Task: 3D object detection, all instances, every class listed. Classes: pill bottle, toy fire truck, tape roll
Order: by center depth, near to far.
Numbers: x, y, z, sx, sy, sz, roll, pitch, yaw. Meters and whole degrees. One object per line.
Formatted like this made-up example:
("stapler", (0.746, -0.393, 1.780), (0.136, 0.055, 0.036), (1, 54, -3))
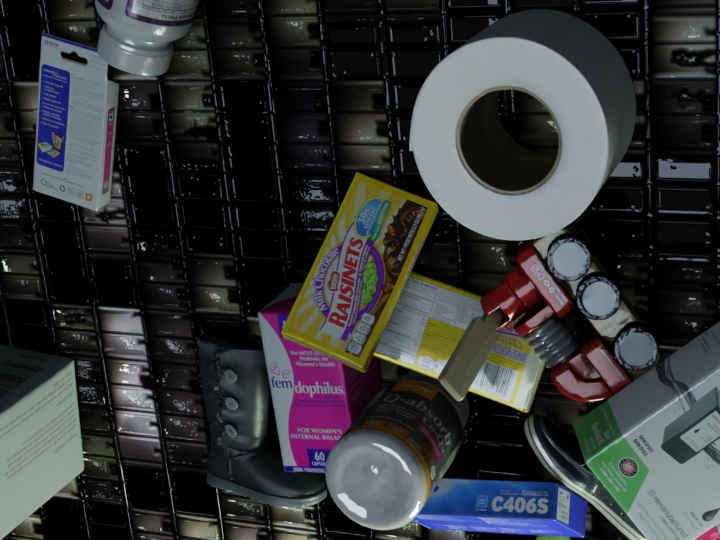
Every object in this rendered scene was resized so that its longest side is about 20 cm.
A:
("tape roll", (0.165, -0.148, 1.398), (0.200, 0.139, 0.205), (9, 114, 21))
("toy fire truck", (0.189, 0.074, 1.453), (0.199, 0.129, 0.177), (-37, 94, 14))
("pill bottle", (-0.225, -0.319, 1.515), (0.111, 0.112, 0.202), (26, 118, 12))
("pill bottle", (0.047, 0.190, 1.548), (0.115, 0.200, 0.118), (8, 114, 20))

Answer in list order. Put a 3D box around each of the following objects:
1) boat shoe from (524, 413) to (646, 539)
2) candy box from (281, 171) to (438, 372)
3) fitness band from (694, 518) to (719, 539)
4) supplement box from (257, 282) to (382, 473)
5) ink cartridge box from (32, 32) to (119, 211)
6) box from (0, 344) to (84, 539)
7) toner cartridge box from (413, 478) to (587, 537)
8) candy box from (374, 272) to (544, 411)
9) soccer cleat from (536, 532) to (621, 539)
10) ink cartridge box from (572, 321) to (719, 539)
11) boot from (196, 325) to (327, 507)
("boat shoe", (0.265, 0.220, 1.542), (0.200, 0.075, 0.062), (40, 115, -2))
("candy box", (0.000, 0.000, 1.525), (0.101, 0.026, 0.202), (21, 76, 16))
("fitness band", (0.396, 0.262, 1.458), (0.199, 0.143, 0.038), (-32, 78, 30))
("supplement box", (-0.040, 0.124, 1.618), (0.100, 0.103, 0.202), (-1, 108, 24))
("ink cartridge box", (-0.338, -0.178, 1.665), (0.094, 0.037, 0.202), (18, 119, 17))
("box", (-0.491, 0.211, 1.791), (0.198, 0.199, 0.173), (8, 113, 22))
("toner cartridge box", (0.147, 0.267, 1.583), (0.198, 0.095, 0.044), (-3, 67, 30))
("candy box", (0.109, 0.074, 1.548), (0.198, 0.026, 0.103), (20, 91, 15))
("soccer cleat", (0.289, 0.352, 1.589), (0.199, 0.067, 0.081), (38, 107, 6))
("ink cartridge box", (0.337, 0.165, 1.399), (0.199, 0.084, 0.146), (-38, 105, 12))
("boot", (-0.118, 0.177, 1.699), (0.163, 0.066, 0.202), (8, 109, 19))
